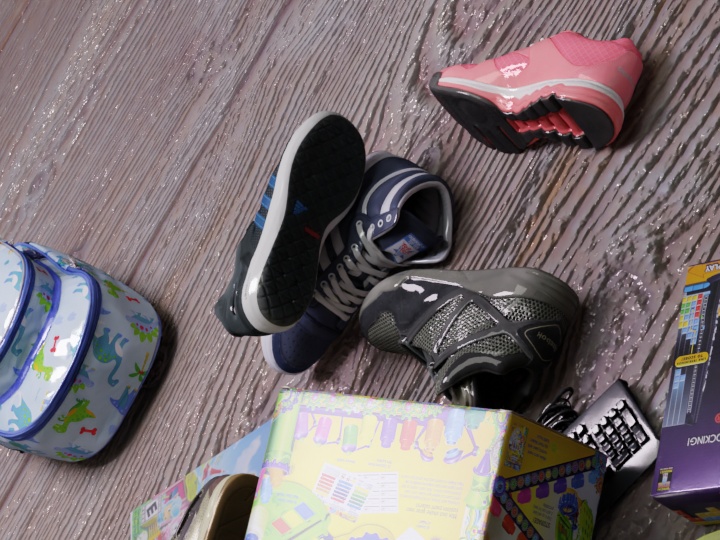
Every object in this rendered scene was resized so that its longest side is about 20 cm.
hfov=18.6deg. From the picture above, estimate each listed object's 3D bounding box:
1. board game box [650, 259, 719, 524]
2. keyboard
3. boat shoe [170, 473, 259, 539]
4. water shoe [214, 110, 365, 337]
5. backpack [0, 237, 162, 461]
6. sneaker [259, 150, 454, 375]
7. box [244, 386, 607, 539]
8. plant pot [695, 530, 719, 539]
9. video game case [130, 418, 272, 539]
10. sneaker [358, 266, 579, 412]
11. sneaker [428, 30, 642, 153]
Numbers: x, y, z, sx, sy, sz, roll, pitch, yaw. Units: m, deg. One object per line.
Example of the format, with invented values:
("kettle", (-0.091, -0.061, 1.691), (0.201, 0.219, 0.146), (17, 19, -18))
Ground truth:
("board game box", (0.282, 0.064, 1.356), (0.200, 0.057, 0.166), (-14, 53, 45))
("keyboard", (0.113, 0.152, 1.510), (0.200, 0.040, 0.104), (-46, 38, 16))
("boat shoe", (-0.124, 0.249, 1.671), (0.065, 0.073, 0.201), (-1, 61, 62))
("water shoe", (-0.062, -0.040, 1.717), (0.079, 0.071, 0.200), (-16, 43, 48))
("backpack", (-0.288, 0.072, 1.963), (0.200, 0.147, 0.184), (19, 82, 51))
("sneaker", (0.000, 0.000, 1.733), (0.108, 0.070, 0.200), (20, 78, 56))
("box", (0.033, 0.191, 1.458), (0.199, 0.122, 0.193), (4, 75, 40))
("plant pot", (0.225, 0.247, 1.202), (0.200, 0.200, 0.190), (-33, 30, 31))
("video game case", (-0.117, 0.238, 1.740), (0.182, 0.022, 0.201), (-34, 42, 30))
("sneaker", (0.062, 0.061, 1.607), (0.199, 0.076, 0.115), (-2, 57, 44))
("sneaker", (0.140, -0.143, 1.686), (0.200, 0.074, 0.087), (8, 58, 49))
